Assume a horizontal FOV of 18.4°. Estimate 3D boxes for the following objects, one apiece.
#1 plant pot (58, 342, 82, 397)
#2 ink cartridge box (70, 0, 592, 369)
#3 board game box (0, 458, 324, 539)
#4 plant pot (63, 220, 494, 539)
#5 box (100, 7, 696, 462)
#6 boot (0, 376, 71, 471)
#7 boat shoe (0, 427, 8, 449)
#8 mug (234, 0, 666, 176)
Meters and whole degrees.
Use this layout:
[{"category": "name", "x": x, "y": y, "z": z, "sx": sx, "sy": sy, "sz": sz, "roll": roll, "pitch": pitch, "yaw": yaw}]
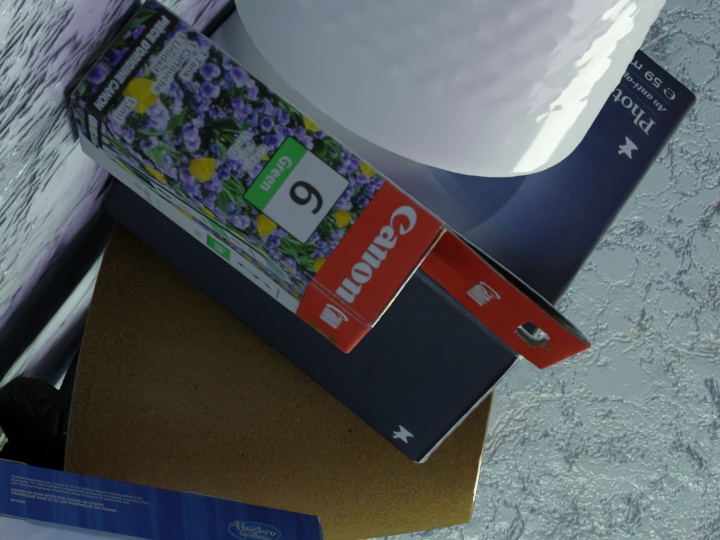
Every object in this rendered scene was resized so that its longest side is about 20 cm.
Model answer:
[{"category": "plant pot", "x": -0.103, "y": 0.073, "z": 1.437, "sx": 0.200, "sy": 0.198, "sz": 0.136, "roll": 127, "pitch": -33, "yaw": -58}, {"category": "ink cartridge box", "x": -0.014, "y": -0.012, "z": 0.828, "sx": 0.050, "sy": 0.199, "sz": 0.109, "roll": -52, "pitch": 180, "yaw": -8}, {"category": "board game box", "x": -0.139, "y": 0.179, "z": 1.004, "sx": 0.044, "sy": 0.198, "sz": 0.200, "roll": -102, "pitch": -151, "yaw": -55}, {"category": "plant pot", "x": -0.032, "y": 0.062, "z": 1.133, "sx": 0.186, "sy": 0.198, "sz": 0.188, "roll": 10, "pitch": 90, "yaw": -86}, {"category": "box", "x": 0.021, "y": -0.057, "z": 1.057, "sx": 0.199, "sy": 0.199, "sz": 0.123, "roll": -52, "pitch": -179, "yaw": -36}, {"category": "boot", "x": -0.214, "y": 0.154, "z": 1.198, "sx": 0.158, "sy": 0.079, "sz": 0.211, "roll": -52, "pitch": 180, "yaw": 10}, {"category": "boat shoe", "x": -0.224, "y": 0.151, "z": 1.058, "sx": 0.202, "sy": 0.060, "sz": 0.072, "roll": -53, "pitch": 178, "yaw": 10}, {"category": "mug", "x": 0.050, "y": -0.164, "z": 0.797, "sx": 0.201, "sy": 0.146, "sz": 0.176, "roll": -99, "pitch": -150, "yaw": -47}]
